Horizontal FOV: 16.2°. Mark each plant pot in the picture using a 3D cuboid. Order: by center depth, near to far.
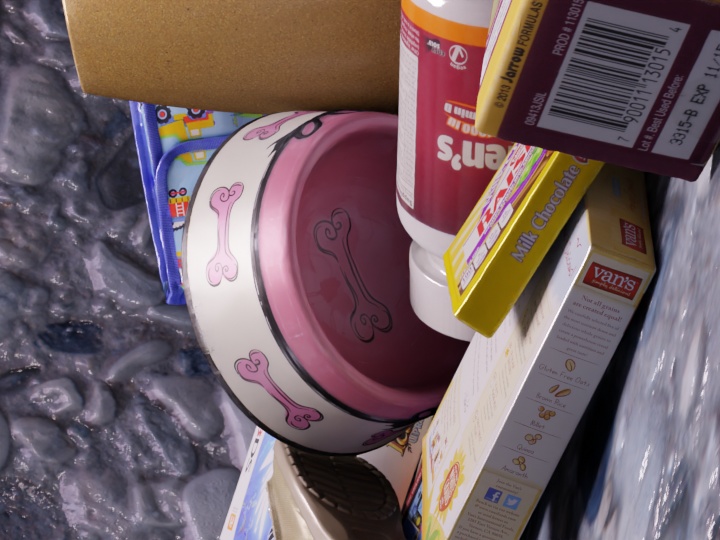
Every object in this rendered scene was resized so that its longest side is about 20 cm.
[{"bbox_3d":[-0.072,-0.166,1.473,0.186,0.200,0.187,169,90,-86],"label":"plant pot"}]

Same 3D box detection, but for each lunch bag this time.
[{"bbox_3d":[-0.061,-0.069,1.593,0.094,0.150,0.200,144,116,-78],"label":"lunch bag"}]

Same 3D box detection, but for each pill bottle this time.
[{"bbox_3d":[0.073,-0.069,1.314,0.110,0.109,0.200,-82,-6,-60],"label":"pill bottle"}]

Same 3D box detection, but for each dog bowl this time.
[{"bbox_3d":[0.000,0.000,1.414,0.074,0.200,0.200,-17,54,46],"label":"dog bowl"}]

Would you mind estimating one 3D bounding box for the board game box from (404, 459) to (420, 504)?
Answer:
[{"bbox_3d":[0.053,0.108,1.721,0.200,0.047,0.151,141,142,-86],"label":"board game box"}]

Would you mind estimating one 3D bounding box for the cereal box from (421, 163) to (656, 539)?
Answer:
[{"bbox_3d":[0.084,0.044,1.229,0.144,0.039,0.200,-84,18,-63],"label":"cereal box"}]

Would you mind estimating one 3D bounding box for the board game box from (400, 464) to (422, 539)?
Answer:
[{"bbox_3d":[0.050,0.142,1.369,0.200,0.019,0.103,-68,25,20],"label":"board game box"}]

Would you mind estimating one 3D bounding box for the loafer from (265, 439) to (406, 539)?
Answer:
[{"bbox_3d":[-0.014,0.159,1.387,0.068,0.076,0.200,-62,26,18],"label":"loafer"}]

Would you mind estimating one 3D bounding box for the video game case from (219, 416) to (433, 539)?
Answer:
[{"bbox_3d":[-0.016,0.104,1.587,0.200,0.045,0.182,6,78,71],"label":"video game case"}]

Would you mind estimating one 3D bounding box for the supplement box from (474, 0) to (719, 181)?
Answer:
[{"bbox_3d":[0.120,-0.159,1.050,0.131,0.103,0.200,108,173,-61],"label":"supplement box"}]

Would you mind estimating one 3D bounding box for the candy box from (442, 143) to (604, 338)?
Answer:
[{"bbox_3d":[0.101,-0.069,1.196,0.200,0.026,0.102,-58,8,13],"label":"candy box"}]

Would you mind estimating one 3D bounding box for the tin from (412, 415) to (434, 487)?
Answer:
[{"bbox_3d":[0.051,0.144,1.534,0.112,0.042,0.200,-47,-27,-65],"label":"tin"}]
